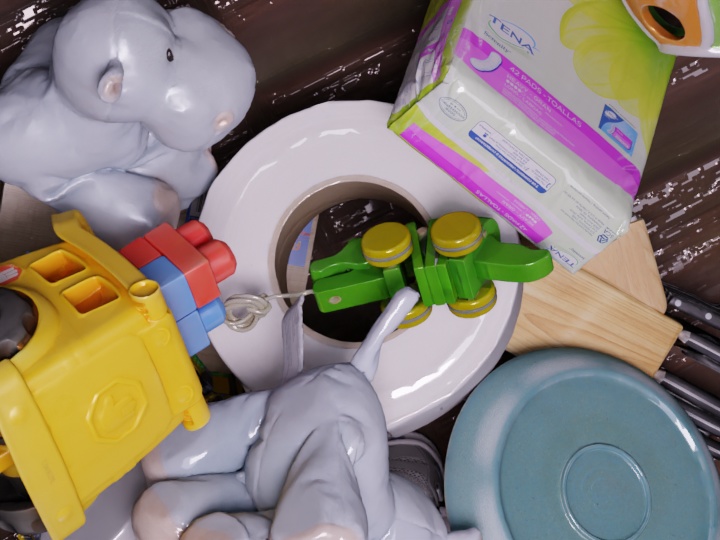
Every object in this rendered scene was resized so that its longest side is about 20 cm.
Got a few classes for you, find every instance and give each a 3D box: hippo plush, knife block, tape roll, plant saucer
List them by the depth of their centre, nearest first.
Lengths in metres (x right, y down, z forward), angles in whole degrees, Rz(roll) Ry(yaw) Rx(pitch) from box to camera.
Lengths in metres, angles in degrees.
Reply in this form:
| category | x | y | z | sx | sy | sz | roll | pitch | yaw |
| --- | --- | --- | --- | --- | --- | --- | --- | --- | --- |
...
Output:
| category | x | y | z | sx | sy | sz | roll | pitch | yaw |
| --- | --- | --- | --- | --- | --- | --- | --- | --- | --- |
| hippo plush | -0.029 | 0.142 | 1.571 | 0.159 | 0.200 | 0.161 | -6 | 139 | 28 |
| hippo plush | -0.148 | -0.119 | 1.595 | 0.200 | 0.159 | 0.161 | 22 | 138 | -21 |
| plant saucer | 0.145 | 0.140 | 1.660 | 0.200 | 0.027 | 0.200 | 10 | 68 | -26 |
| tape roll | 0.000 | 0.000 | 1.661 | 0.202 | 0.071 | 0.203 | -1 | 82 | 5 |
| knife block | 0.151 | 0.055 | 1.746 | 0.200 | 0.064 | 0.176 | -16 | 102 | -5 |

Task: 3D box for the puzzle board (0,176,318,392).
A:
| category | x | y | z | sx | sy | sz | roll | pitch | yaw |
| --- | --- | --- | --- | --- | --- | --- | --- | --- | --- |
| puzzle board | -0.134 | 0.009 | 1.722 | 0.200 | 0.017 | 0.151 | 8 | 99 | -10 |

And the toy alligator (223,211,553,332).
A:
| category | x | y | z | sx | sy | sz | roll | pitch | yaw |
| --- | --- | --- | --- | --- | --- | --- | --- | --- | --- |
| toy alligator | 0.015 | -0.003 | 1.602 | 0.200 | 0.054 | 0.059 | -9 | 127 | 11 |

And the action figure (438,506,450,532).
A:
| category | x | y | z | sx | sy | sz | roll | pitch | yaw |
| --- | --- | --- | --- | --- | --- | --- | --- | --- | --- |
| action figure | 0.069 | 0.227 | 1.738 | 0.200 | 0.105 | 0.194 | 7 | 134 | 30 |

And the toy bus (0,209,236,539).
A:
| category | x | y | z | sx | sy | sz | roll | pitch | yaw |
| --- | --- | --- | --- | --- | --- | --- | --- | --- | --- |
| toy bus | -0.170 | 0.030 | 1.544 | 0.192 | 0.200 | 0.136 | -35 | 129 | -18 |

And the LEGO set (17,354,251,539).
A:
| category | x | y | z | sx | sy | sz | roll | pitch | yaw |
| --- | --- | --- | --- | --- | --- | --- | --- | --- | --- |
| LEGO set | -0.165 | 0.104 | 1.668 | 0.200 | 0.116 | 0.154 | -25 | 112 | 4 |

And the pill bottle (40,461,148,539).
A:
| category | x | y | z | sx | sy | sz | roll | pitch | yaw |
| --- | --- | --- | --- | --- | --- | --- | --- | --- | --- |
| pill bottle | -0.100 | 0.203 | 1.647 | 0.111 | 0.111 | 0.200 | -42 | 122 | 2 |

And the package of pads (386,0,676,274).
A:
| category | x | y | z | sx | sy | sz | roll | pitch | yaw |
| --- | --- | --- | --- | --- | --- | --- | --- | --- | --- |
| package of pads | 0.104 | -0.114 | 1.644 | 0.154 | 0.200 | 0.068 | 38 | 129 | -14 |

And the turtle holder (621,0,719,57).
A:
| category | x | y | z | sx | sy | sz | roll | pitch | yaw |
| --- | --- | --- | --- | --- | --- | --- | --- | --- | --- |
| turtle holder | 0.230 | -0.204 | 1.681 | 0.141 | 0.185 | 0.132 | 3 | 102 | 24 |

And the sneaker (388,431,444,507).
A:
| category | x | y | z | sx | sy | sz | roll | pitch | yaw |
| --- | --- | --- | --- | --- | --- | --- | --- | --- | --- |
| sneaker | -0.038 | 0.161 | 1.731 | 0.200 | 0.082 | 0.075 | -27 | 104 | -2 |
